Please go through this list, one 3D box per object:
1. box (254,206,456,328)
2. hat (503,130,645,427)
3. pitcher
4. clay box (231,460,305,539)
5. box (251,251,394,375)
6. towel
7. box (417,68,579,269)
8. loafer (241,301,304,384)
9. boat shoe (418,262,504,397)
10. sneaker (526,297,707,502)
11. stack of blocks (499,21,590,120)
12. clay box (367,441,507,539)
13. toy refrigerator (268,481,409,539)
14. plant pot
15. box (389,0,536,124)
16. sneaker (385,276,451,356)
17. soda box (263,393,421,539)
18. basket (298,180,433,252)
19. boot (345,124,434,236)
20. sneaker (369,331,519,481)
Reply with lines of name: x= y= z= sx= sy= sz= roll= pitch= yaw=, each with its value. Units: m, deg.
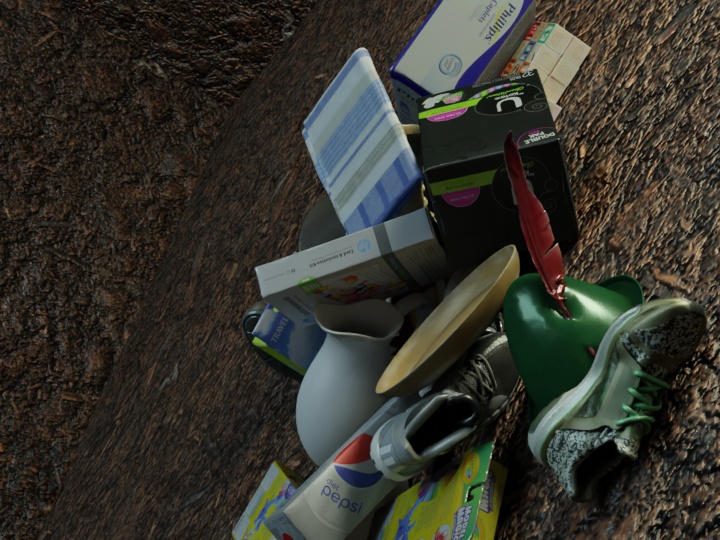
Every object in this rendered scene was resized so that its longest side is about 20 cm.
box: x=0.000 y=0.000 z=1.392 sx=0.199 sy=0.156 sz=0.041 roll=-18 pitch=72 yaw=9
hat: x=0.143 y=0.030 z=1.137 sx=0.166 sy=0.175 sz=0.201 roll=-43 pitch=23 yaw=42
pitcher: x=0.010 y=0.125 z=1.448 sx=0.121 sy=0.171 sz=0.201 roll=39 pitch=131 yaw=42
clay box: x=-0.100 y=0.323 z=1.572 sx=0.115 sy=0.047 sz=0.200 roll=-60 pitch=18 yaw=-1
box: x=-0.041 y=0.076 z=1.553 sx=0.048 sy=0.200 sz=0.123 roll=0 pitch=60 yaw=58
towel: x=0.001 y=-0.136 z=1.418 sx=0.147 sy=0.024 sz=0.201 roll=-51 pitch=50 yaw=38
box: x=0.148 y=-0.116 z=1.373 sx=0.147 sy=0.125 sz=0.200 roll=-13 pitch=29 yaw=8
loafer: x=-0.074 y=0.104 z=1.614 sx=0.072 sy=0.200 sz=0.063 roll=-26 pitch=29 yaw=36
boat shoe: x=0.121 y=0.069 z=1.340 sx=0.068 sy=0.072 sz=0.201 roll=-12 pitch=45 yaw=48
sneaker: x=0.217 y=0.111 z=1.000 sx=0.201 sy=0.077 sz=0.089 roll=-57 pitch=29 yaw=26
stack of blocks: x=0.207 y=-0.213 z=1.585 sx=0.201 sy=0.058 sz=0.115 roll=-58 pitch=17 yaw=5
clay box: x=0.070 y=0.249 z=1.174 sx=0.200 sy=0.047 sz=0.115 roll=-41 pitch=22 yaw=45
toy refrigerator: x=-0.027 y=0.285 z=1.392 sx=0.200 sy=0.070 sz=0.076 roll=-52 pitch=24 yaw=25
plant pot: x=0.092 y=0.056 z=1.242 sx=0.200 sy=0.027 sz=0.200 roll=-47 pitch=3 yaw=4
box: x=0.137 y=-0.274 z=1.652 sx=0.184 sy=0.105 sz=0.200 roll=-55 pitch=-12 yaw=-8
sneaker: x=0.080 y=0.020 z=1.493 sx=0.200 sy=0.090 sz=0.075 roll=-55 pitch=17 yaw=16
soda box: x=-0.002 y=0.208 z=1.268 sx=0.200 sy=0.064 sz=0.068 roll=-41 pitch=-1 yaw=-29
basket: x=0.025 y=-0.071 z=1.755 sx=0.200 sy=0.136 sz=0.181 roll=-32 pitch=26 yaw=50
boot: x=0.063 y=-0.098 z=1.513 sx=0.072 sy=0.199 sz=0.156 roll=14 pitch=100 yaw=38
sneaker: x=0.104 y=0.124 z=1.188 sx=0.200 sy=0.075 sz=0.115 roll=-42 pitch=0 yaw=-24
